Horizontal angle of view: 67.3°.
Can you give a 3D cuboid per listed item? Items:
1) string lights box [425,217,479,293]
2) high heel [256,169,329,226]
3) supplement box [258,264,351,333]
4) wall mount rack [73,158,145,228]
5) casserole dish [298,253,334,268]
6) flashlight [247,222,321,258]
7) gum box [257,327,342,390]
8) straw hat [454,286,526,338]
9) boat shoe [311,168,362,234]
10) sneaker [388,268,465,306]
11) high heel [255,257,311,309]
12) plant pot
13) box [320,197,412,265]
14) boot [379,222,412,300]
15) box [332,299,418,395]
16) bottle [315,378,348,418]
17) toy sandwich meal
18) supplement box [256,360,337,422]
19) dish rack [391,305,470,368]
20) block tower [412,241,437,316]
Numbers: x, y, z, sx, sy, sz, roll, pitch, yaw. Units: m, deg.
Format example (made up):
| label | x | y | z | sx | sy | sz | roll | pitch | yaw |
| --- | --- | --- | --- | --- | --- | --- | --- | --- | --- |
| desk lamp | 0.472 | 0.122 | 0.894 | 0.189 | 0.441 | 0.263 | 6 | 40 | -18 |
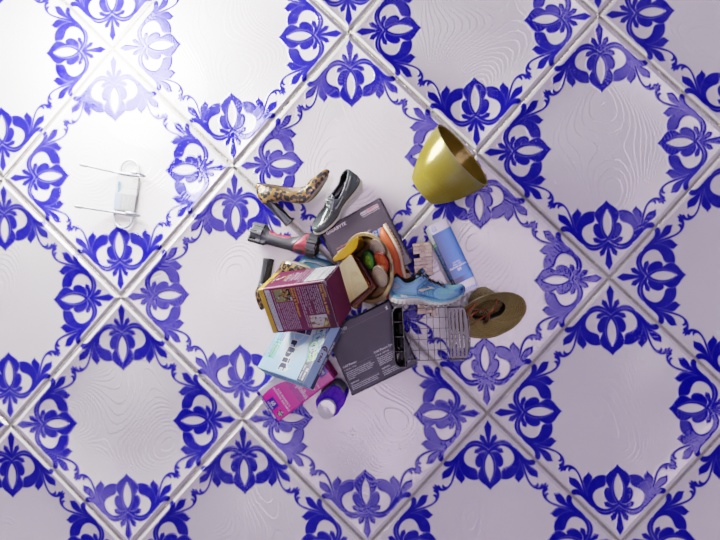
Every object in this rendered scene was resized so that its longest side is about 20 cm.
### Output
| label | x | y | z | sx | sy | sz | roll | pitch | yaw |
| --- | --- | --- | --- | --- | --- | --- | --- | --- | --- |
| string lights box | 0.244 | -0.035 | 1.459 | 0.058 | 0.103 | 0.203 | -26 | 89 | 2 |
| high heel | -0.190 | -0.241 | 1.494 | 0.143 | 0.071 | 0.200 | 45 | 101 | -3 |
| supplement box | -0.141 | 0.073 | 1.380 | 0.196 | 0.103 | 0.133 | -6 | 112 | 23 |
| wall mount rack | -0.705 | -0.226 | 1.534 | 0.170 | 0.075 | 0.205 | 7 | 89 | 4 |
| casserole dish | -0.139 | 0.052 | 1.515 | 0.119 | 0.039 | 0.204 | 15 | 91 | 4 |
| flashlight | -0.210 | -0.091 | 1.511 | 0.196 | 0.068 | 0.069 | 16 | 99 | 8 |
| gum box | -0.161 | 0.206 | 1.416 | 0.198 | 0.045 | 0.172 | 6 | 60 | 44 |
| straw hat | 0.338 | 0.092 | 1.458 | 0.197 | 0.203 | 0.086 | -16 | 45 | 3 |
| boat shoe | -0.076 | -0.191 | 1.486 | 0.201 | 0.062 | 0.073 | -52 | 43 | -5 |
| sneaker | 0.171 | 0.041 | 1.380 | 0.195 | 0.078 | 0.092 | 0 | 97 | 1 |
| high heel | -0.208 | 0.045 | 1.474 | 0.197 | 0.071 | 0.146 | 6 | 85 | 40 |
| plant pot | 0.220 | -0.260 | 1.436 | 0.142 | 0.200 | 0.201 | -40 | 87 | 27 |
| box | 0.015 | -0.066 | 1.503 | 0.197 | 0.050 | 0.201 | -27 | 89 | 2 |
| boot | 0.070 | -0.020 | 1.441 | 0.105 | 0.075 | 0.204 | -17 | 94 | 6 |
| box | 0.030 | 0.205 | 1.470 | 0.197 | 0.104 | 0.185 | -25 | 89 | 3 |
| bottle | -0.078 | 0.341 | 1.428 | 0.083 | 0.200 | 0.066 | -41 | 87 | 4 |
| toy sandwich meal | 0.000 | 0.000 | 1.405 | 0.203 | 0.070 | 0.210 | 11 | 106 | 42 |
| supplement box | -0.171 | 0.307 | 1.484 | 0.199 | 0.103 | 0.102 | -37 | 86 | 1 |
| dish rack | 0.181 | 0.164 | 1.378 | 0.196 | 0.055 | 0.157 | -3 | 90 | 10 |
| block tower | 0.175 | 0.026 | 1.488 | 0.057 | 0.054 | 0.205 | -6 | 89 | 4 |
